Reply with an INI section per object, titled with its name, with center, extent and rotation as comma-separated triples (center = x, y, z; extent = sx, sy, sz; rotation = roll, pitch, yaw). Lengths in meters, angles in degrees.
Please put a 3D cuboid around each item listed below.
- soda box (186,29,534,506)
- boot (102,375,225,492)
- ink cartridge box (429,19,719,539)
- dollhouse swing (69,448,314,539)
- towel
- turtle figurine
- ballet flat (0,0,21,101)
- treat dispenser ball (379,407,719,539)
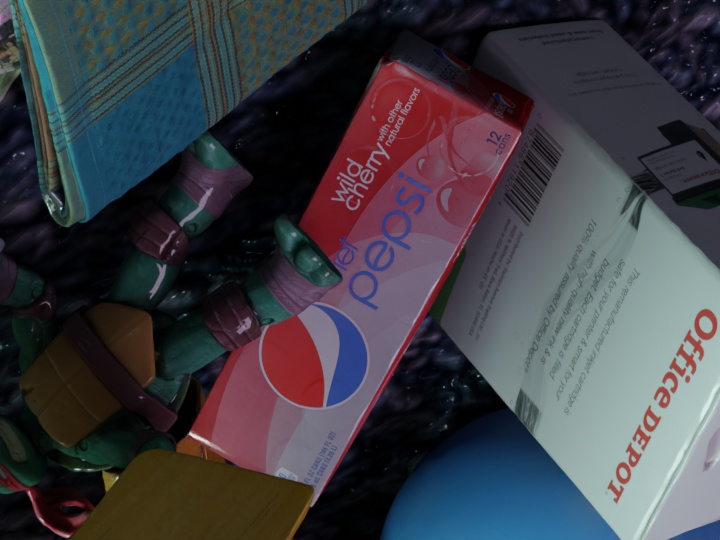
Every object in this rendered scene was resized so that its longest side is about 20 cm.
[soda box]
center = 0.000, 0.000, 0.881
extent = 0.201, 0.070, 0.063
rotation = -62, 179, 20
[boot]
center = -0.072, 0.118, 0.980
extent = 0.070, 0.201, 0.145
rotation = -5, 104, 12
[ink cartridge box]
center = 0.118, 0.003, 0.910
extent = 0.084, 0.200, 0.147
rotation = -12, 138, -36
[dollhouse swing]
center = -0.152, 0.154, 0.754
extent = 0.201, 0.175, 0.182
rotation = -66, 174, 35
[towel]
center = -0.050, -0.119, 0.739
extent = 0.200, 0.022, 0.147
rotation = -42, 150, -28
[turtle figurine]
center = -0.109, 0.038, 0.832
extent = 0.200, 0.150, 0.101
rotation = -44, 178, 0
[ballet flat]
center = -0.182, -0.057, 0.693
extent = 0.199, 0.069, 0.071
rotation = -29, 125, -18
[treat dispenser ball]
center = 0.106, 0.173, 1.094
extent = 0.200, 0.201, 0.201
rotation = -24, 143, -19
